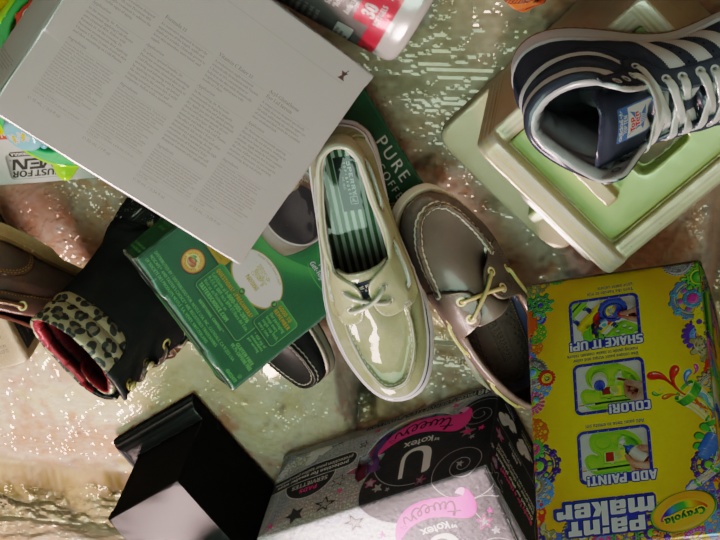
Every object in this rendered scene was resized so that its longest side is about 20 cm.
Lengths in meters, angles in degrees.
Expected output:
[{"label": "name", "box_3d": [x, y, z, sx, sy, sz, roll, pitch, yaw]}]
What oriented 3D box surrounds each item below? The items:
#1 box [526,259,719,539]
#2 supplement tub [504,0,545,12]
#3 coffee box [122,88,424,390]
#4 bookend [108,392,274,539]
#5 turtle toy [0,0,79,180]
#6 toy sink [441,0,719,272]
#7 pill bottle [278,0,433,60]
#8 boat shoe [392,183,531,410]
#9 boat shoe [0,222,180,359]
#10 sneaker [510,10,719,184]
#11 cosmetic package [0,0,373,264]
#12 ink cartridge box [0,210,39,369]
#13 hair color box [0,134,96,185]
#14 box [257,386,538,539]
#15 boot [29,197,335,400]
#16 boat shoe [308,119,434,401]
[{"label": "box", "box_3d": [0.195, 0.131, 1.103, 0.121, 0.194, 0.200, -8, 148, 15]}, {"label": "supplement tub", "box_3d": [0.159, -0.247, 0.975, 0.199, 0.123, 0.123, -28, 112, 23]}, {"label": "coffee box", "box_3d": [-0.050, -0.026, 1.129, 0.200, 0.044, 0.123, -40, 111, -10]}, {"label": "bookend", "box_3d": [-0.124, 0.241, 1.264, 0.092, 0.200, 0.199, -30, 111, 24]}, {"label": "turtle toy", "box_3d": [-0.178, -0.151, 1.047, 0.145, 0.101, 0.202, 1, 112, -26]}, {"label": "toy sink", "box_3d": [0.156, -0.089, 1.072, 0.130, 0.112, 0.200, 43, 118, -14]}, {"label": "pill bottle", "box_3d": [-0.039, -0.228, 1.029, 0.199, 0.111, 0.111, 28, 121, -6]}, {"label": "boat shoe", "box_3d": [0.086, 0.022, 1.152, 0.072, 0.059, 0.201, -37, 125, -10]}, {"label": "boat shoe", "box_3d": [-0.218, 0.032, 1.199, 0.199, 0.071, 0.070, 26, 151, -33]}, {"label": "sneaker", "box_3d": [0.186, -0.102, 0.939, 0.198, 0.109, 0.071, -3, 117, 8]}, {"label": "cosmetic package", "box_3d": [-0.112, -0.118, 1.002, 0.199, 0.052, 0.151, 33, 98, -32]}, {"label": "ink cartridge box", "box_3d": [-0.363, 0.009, 1.247, 0.198, 0.075, 0.166, -14, 115, 18]}, {"label": "hair color box", "box_3d": [-0.240, -0.163, 1.133, 0.101, 0.061, 0.201, -3, 118, 11]}, {"label": "box", "box_3d": [0.041, 0.194, 1.256, 0.199, 0.115, 0.133, -21, 115, 20]}, {"label": "boot", "box_3d": [-0.128, 0.049, 1.175, 0.204, 0.154, 0.073, 45, 146, -12]}, {"label": "boat shoe", "box_3d": [0.000, 0.000, 1.085, 0.071, 0.062, 0.202, -14, 105, 11]}]
